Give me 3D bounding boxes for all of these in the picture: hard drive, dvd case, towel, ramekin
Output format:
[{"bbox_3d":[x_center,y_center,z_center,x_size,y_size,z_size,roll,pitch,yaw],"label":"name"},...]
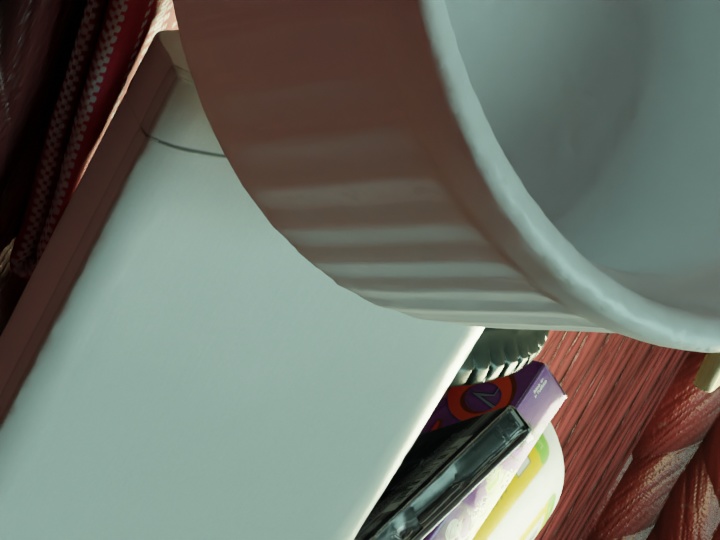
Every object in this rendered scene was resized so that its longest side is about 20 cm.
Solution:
[{"bbox_3d":[-0.038,0.030,0.790,0.132,0.027,0.200,7,127,-35],"label":"hard drive"},{"bbox_3d":[-0.036,0.110,0.986,0.149,0.016,0.200,-42,-173,-24],"label":"dvd case"},{"bbox_3d":[-0.021,-0.097,0.784,0.200,0.022,0.145,-47,167,-40],"label":"towel"},{"bbox_3d":[0.048,-0.079,0.694,0.098,0.201,0.201,-6,-144,46],"label":"ramekin"}]

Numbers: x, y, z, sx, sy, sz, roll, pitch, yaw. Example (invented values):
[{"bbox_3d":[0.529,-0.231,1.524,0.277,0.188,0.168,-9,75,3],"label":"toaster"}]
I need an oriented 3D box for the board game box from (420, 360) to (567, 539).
[{"bbox_3d":[-0.021,0.104,1.113,0.200,0.120,0.032,-55,140,-21],"label":"board game box"}]

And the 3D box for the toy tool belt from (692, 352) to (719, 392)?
[{"bbox_3d":[0.168,-0.052,1.233,0.200,0.124,0.123,-61,152,-45],"label":"toy tool belt"}]

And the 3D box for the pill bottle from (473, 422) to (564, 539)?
[{"bbox_3d":[-0.001,0.128,1.277,0.200,0.111,0.111,-47,165,-44],"label":"pill bottle"}]

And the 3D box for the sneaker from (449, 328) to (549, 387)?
[{"bbox_3d":[0.000,0.000,0.912,0.200,0.073,0.082,-12,96,-61],"label":"sneaker"}]
